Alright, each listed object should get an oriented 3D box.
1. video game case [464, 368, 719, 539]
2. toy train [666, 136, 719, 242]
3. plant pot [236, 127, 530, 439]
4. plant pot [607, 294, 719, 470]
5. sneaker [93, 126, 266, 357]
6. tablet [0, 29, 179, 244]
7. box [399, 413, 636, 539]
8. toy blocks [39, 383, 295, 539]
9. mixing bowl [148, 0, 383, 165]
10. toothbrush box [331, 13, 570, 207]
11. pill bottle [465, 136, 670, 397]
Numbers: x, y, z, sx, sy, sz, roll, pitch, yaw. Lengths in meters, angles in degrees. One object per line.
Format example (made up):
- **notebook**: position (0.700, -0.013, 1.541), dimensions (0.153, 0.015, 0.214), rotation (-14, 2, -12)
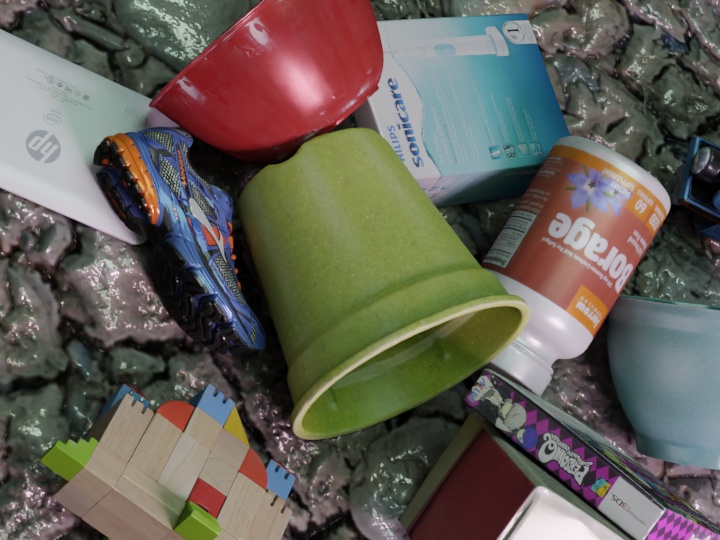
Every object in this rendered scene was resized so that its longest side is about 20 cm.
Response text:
- **video game case**: position (0.189, 0.158, 1.346), dimensions (0.181, 0.036, 0.200), rotation (38, 3, 31)
- **toy train**: position (0.376, -0.057, 1.628), dimensions (0.200, 0.114, 0.087), rotation (23, 66, -20)
- **plant pot**: position (0.000, 0.000, 1.336), dimensions (0.200, 0.200, 0.185), rotation (-14, 68, -35)
- **plant pot**: position (0.301, 0.098, 1.480), dimensions (0.200, 0.200, 0.135), rotation (6, 92, -29)
- **sneaker**: position (-0.121, -0.025, 1.326), dimensions (0.078, 0.075, 0.200), rotation (-30, 94, -29)
- **tablet**: position (-0.241, -0.110, 1.344), dimensions (0.200, 0.014, 0.130), rotation (24, 58, -19)
- **box**: position (0.124, 0.204, 1.288), dimensions (0.128, 0.200, 0.109), rotation (34, 93, -13)
- **toy blocks**: position (-0.123, 0.147, 1.257), dimensions (0.200, 0.100, 0.137), rotation (37, 42, -12)
- **mixing bowl**: position (-0.055, -0.153, 1.362), dimensions (0.108, 0.200, 0.200), rotation (50, 53, -5)
- **toothbrush box**: position (0.068, -0.135, 1.497), dimensions (0.200, 0.085, 0.147), rotation (-9, 74, -35)
- **pill bottle**: position (0.162, 0.000, 1.440), dimensions (0.112, 0.112, 0.200), rotation (33, 82, -14)
